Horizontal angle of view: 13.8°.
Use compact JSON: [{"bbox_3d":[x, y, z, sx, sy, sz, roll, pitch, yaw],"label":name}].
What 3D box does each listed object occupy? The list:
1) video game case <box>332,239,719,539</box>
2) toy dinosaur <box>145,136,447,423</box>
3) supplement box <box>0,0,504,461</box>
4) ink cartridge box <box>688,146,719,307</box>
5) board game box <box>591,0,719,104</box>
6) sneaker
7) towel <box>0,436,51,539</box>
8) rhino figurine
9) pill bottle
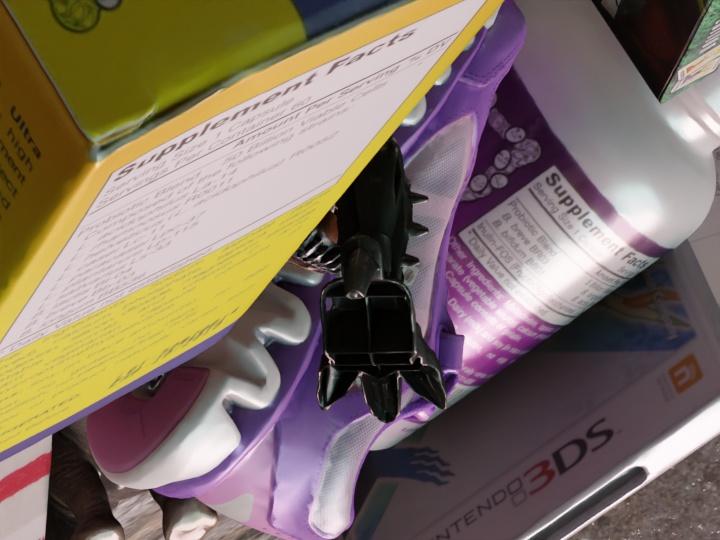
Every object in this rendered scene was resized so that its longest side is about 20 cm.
[{"bbox_3d":[0.039,0.024,1.098,0.182,0.201,0.022,-37,134,18],"label":"video game case"},{"bbox_3d":[-0.031,-0.040,0.770,0.101,0.137,0.200,-3,153,13],"label":"toy dinosaur"},{"bbox_3d":[-0.065,-0.046,0.594,0.108,0.110,0.200,-28,170,-30],"label":"supplement box"},{"bbox_3d":[0.096,0.002,1.164,0.199,0.137,0.076,-18,165,30],"label":"ink cartridge box"},{"bbox_3d":[0.066,-0.114,0.703,0.023,0.105,0.200,-27,170,-9],"label":"board game box"},{"bbox_3d":[0.000,0.000,0.918,0.080,0.088,0.201,-4,-129,59],"label":"sneaker"},{"bbox_3d":[-0.125,0.114,0.926,0.023,0.202,0.144,6,-175,8],"label":"towel"},{"bbox_3d":[-0.085,0.058,1.021,0.059,0.088,0.201,1,134,-29],"label":"rhino figurine"},{"bbox_3d":[0.051,-0.035,1.028,0.200,0.113,0.112,-37,170,17],"label":"pill bottle"}]
